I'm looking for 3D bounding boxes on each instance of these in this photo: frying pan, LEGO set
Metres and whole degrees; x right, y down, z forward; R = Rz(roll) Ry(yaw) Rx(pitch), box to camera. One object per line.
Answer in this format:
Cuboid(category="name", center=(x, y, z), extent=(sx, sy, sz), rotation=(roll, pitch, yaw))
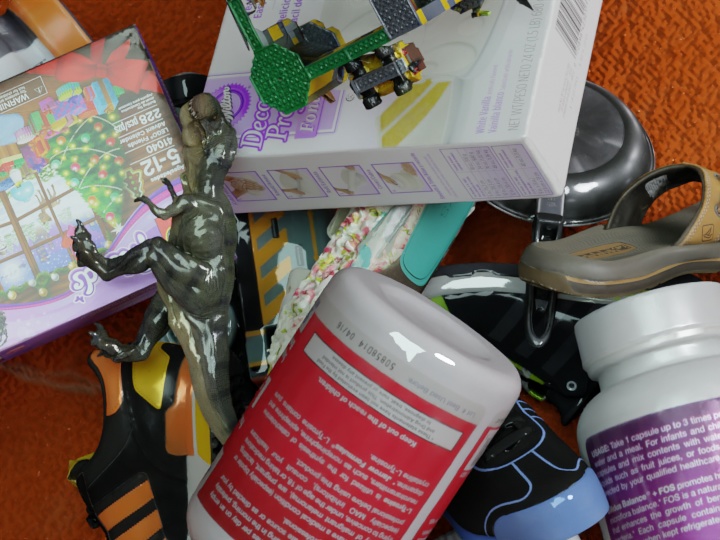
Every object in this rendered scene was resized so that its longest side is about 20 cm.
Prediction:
Cuboid(category="frying pan", center=(0.091, -0.048, 1.559), extent=(0.115, 0.031, 0.190), rotation=(24, 49, 15))
Cuboid(category="LEGO set", center=(-0.009, -0.187, 1.430), extent=(0.154, 0.116, 0.200), rotation=(-33, 92, 42))

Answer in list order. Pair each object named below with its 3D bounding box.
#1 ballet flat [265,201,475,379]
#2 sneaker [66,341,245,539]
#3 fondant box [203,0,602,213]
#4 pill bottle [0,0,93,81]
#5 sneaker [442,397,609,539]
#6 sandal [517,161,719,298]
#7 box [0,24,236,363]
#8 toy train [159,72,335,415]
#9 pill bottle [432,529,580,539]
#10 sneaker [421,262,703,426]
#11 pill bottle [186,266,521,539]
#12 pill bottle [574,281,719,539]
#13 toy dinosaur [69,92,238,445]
Cuboid(category="ballet flat", center=(0.000, 0.000, 1.523), extent=(0.064, 0.076, 0.200), rotation=(20, 68, 41))
Cuboid(category="sneaker", center=(-0.117, 0.133, 1.544), extent=(0.090, 0.070, 0.200), rotation=(9, 105, 12))
Cuboid(category="fondant box", center=(0.020, -0.109, 1.499), extent=(0.200, 0.058, 0.145), rotation=(-3, 58, 28))
Cuboid(category="pill bottle", center=(-0.236, -0.076, 1.611), extent=(0.200, 0.106, 0.106), rotation=(-40, 75, -3))
Cuboid(category="sneaker", center=(0.059, 0.089, 1.485), extent=(0.070, 0.200, 0.078), rotation=(-29, 109, -18))
Cuboid(category="sandal", center=(0.162, -0.028, 1.513), extent=(0.082, 0.200, 0.055), rotation=(13, 109, 49))
Cuboid(category="box", center=(-0.184, -0.030, 1.531), extent=(0.200, 0.039, 0.137), rotation=(-24, 82, -1))
Cuboid(category="toy train", center=(-0.061, -0.019, 1.585), extent=(0.114, 0.085, 0.200), rotation=(-10, 76, 6))
Cuboid(category="pill bottle", center=(0.037, 0.207, 1.504), extent=(0.200, 0.113, 0.114), rotation=(-26, 75, 1))
Cuboid(category="sneaker", center=(0.101, 0.043, 1.557), extent=(0.200, 0.072, 0.083), rotation=(0, 78, 7))
Cuboid(category="pill bottle", center=(-0.016, 0.108, 1.425), extent=(0.112, 0.112, 0.200), rotation=(35, 99, 14))
Cuboid(category="pill bottle", center=(0.176, 0.112, 1.469), extent=(0.112, 0.112, 0.200), rotation=(-15, 77, 4))
Cuboid(category="toy dinosaur", center=(-0.100, 0.010, 1.469), extent=(0.088, 0.047, 0.200), rotation=(-4, 94, 7))
